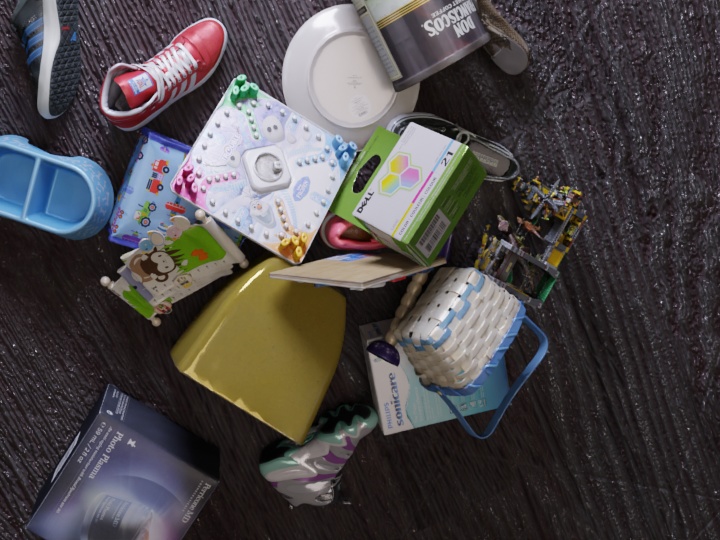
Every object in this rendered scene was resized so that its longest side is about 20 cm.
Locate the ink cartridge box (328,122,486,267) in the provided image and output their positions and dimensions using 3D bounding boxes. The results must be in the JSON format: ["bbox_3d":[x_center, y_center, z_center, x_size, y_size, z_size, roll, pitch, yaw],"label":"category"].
[{"bbox_3d":[0.042,-0.117,1.257,0.149,0.199,0.076,-57,144,-5],"label":"ink cartridge box"}]

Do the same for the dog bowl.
[{"bbox_3d":[-0.431,-0.110,1.276,0.197,0.050,0.113,18,97,1],"label":"dog bowl"}]

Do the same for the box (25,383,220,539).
[{"bbox_3d":[-0.331,0.308,1.362,0.197,0.123,0.202,32,96,-15],"label":"box"}]

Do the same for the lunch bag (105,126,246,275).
[{"bbox_3d":[-0.230,-0.086,1.319,0.197,0.094,0.153,21,96,-21],"label":"lunch bag"}]

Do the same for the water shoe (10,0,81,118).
[{"bbox_3d":[-0.415,-0.304,1.259,0.078,0.071,0.204,11,103,18],"label":"water shoe"}]

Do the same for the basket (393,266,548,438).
[{"bbox_3d":[0.155,0.100,1.291,0.200,0.138,0.177,47,69,-19],"label":"basket"}]

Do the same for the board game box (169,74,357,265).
[{"bbox_3d":[-0.123,-0.139,1.282,0.198,0.026,0.202,30,64,-8],"label":"board game box"}]

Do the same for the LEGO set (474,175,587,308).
[{"bbox_3d":[0.217,-0.051,1.351,0.115,0.154,0.202,25,105,-30],"label":"LEGO set"}]

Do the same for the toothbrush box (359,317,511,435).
[{"bbox_3d":[0.108,0.139,1.409,0.196,0.085,0.149,-13,103,-6],"label":"toothbrush box"}]

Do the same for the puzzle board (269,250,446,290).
[{"bbox_3d":[0.000,0.000,1.248,0.149,0.199,0.018,5,101,35],"label":"puzzle board"}]

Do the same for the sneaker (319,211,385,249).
[{"bbox_3d":[0.043,-0.056,1.357,0.196,0.087,0.075,-9,104,-7],"label":"sneaker"}]

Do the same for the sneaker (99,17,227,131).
[{"bbox_3d":[-0.258,-0.261,1.253,0.200,0.112,0.071,-42,91,2],"label":"sneaker"}]

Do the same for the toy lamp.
[{"bbox_3d":[0.072,0.030,1.332,0.058,0.058,0.202,29,83,-13],"label":"toy lamp"}]

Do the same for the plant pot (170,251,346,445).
[{"bbox_3d":[-0.125,0.087,1.316,0.193,0.195,0.202,33,85,-13],"label":"plant pot"}]

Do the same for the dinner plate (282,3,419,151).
[{"bbox_3d":[-0.011,-0.267,1.339,0.196,0.024,0.204,-2,103,-8],"label":"dinner plate"}]

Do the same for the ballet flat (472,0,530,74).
[{"bbox_3d":[0.165,-0.356,1.338,0.200,0.047,0.067,44,124,-9],"label":"ballet flat"}]

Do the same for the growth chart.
[{"bbox_3d":[-0.253,-0.003,1.297,0.198,0.018,0.144,-30,138,19],"label":"growth chart"}]

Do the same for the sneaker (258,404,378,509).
[{"bbox_3d":[-0.038,0.291,1.424,0.198,0.078,0.141,-26,109,16],"label":"sneaker"}]

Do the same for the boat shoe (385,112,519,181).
[{"bbox_3d":[0.132,-0.168,1.353,0.196,0.068,0.075,21,101,-14],"label":"boat shoe"}]

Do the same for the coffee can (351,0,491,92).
[{"bbox_3d":[0.064,-0.359,1.260,0.145,0.146,0.202,-29,101,-1],"label":"coffee can"}]
